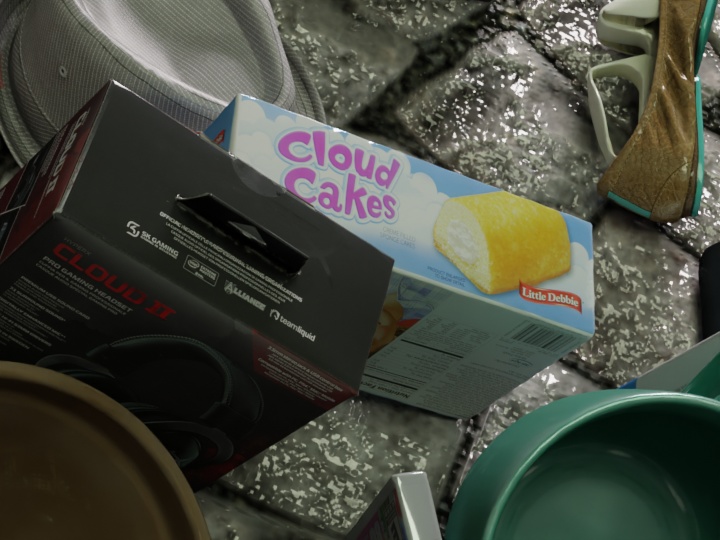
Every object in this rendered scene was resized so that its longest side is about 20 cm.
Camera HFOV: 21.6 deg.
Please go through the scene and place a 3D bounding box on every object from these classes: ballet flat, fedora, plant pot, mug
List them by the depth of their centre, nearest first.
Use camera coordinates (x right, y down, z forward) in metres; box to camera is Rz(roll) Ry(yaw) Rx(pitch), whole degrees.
[{"bbox_3d":[-0.166,0.143,0.787,0.200,0.093,0.202,6,77,-29],"label":"plant pot"},{"bbox_3d":[0.126,0.121,0.812,0.184,0.114,0.153,-21,90,-10],"label":"mug"},{"bbox_3d":[-0.095,-0.103,0.962,0.177,0.090,0.200,-34,80,-32],"label":"fedora"},{"bbox_3d":[0.170,-0.117,1.099,0.072,0.068,0.201,9,63,5],"label":"ballet flat"}]

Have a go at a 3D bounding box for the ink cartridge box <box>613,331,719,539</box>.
[{"bbox_3d":[0.194,0.137,0.899,0.084,0.144,0.201,-8,72,-42],"label":"ink cartridge box"}]

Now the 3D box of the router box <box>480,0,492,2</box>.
[{"bbox_3d":[-0.003,-0.251,1.094,0.199,0.062,0.150,10,62,-16],"label":"router box"}]

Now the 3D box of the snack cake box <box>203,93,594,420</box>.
[{"bbox_3d":[0.000,0.000,0.909,0.199,0.115,0.067,18,57,-25],"label":"snack cake box"}]

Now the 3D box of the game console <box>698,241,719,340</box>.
[{"bbox_3d":[0.266,0.056,0.989,0.176,0.031,0.201,-11,56,22],"label":"game console"}]

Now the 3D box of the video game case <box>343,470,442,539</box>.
[{"bbox_3d":[0.024,0.205,0.813,0.018,0.143,0.201,-5,65,-19],"label":"video game case"}]

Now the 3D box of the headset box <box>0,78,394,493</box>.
[{"bbox_3d":[-0.094,0.017,0.814,0.149,0.200,0.077,32,52,-21],"label":"headset box"}]
